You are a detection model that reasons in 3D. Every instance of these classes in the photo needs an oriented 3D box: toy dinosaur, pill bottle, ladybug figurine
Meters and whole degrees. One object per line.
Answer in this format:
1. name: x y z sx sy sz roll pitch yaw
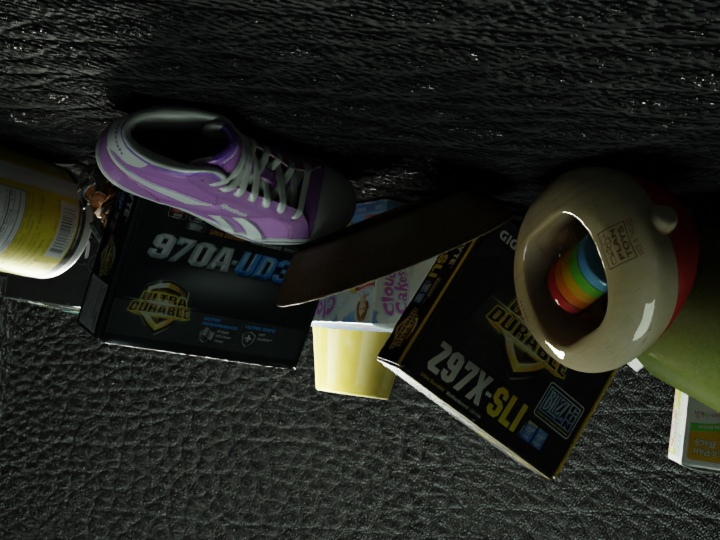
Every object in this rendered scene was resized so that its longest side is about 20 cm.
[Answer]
1. toy dinosaur: -0.174 -0.012 1.002 0.102 0.201 0.136 -17 -175 31
2. pill bottle: -0.344 -0.061 0.996 0.111 0.112 0.200 5 173 29
3. ladybug figurine: 0.172 -0.003 0.771 0.071 0.137 0.200 -14 169 -19

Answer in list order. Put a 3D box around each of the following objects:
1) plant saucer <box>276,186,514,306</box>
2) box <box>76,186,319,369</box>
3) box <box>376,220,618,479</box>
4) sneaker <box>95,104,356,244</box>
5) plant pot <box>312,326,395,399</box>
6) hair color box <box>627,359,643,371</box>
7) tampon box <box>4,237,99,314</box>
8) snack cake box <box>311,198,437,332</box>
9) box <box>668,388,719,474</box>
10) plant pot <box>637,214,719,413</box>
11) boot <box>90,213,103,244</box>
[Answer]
1. plant saucer: 0.021 -0.025 0.873 0.199 0.036 0.200 -21 -174 2
2. box: -0.115 -0.010 0.912 0.199 0.160 0.046 14 -172 -41
3. box: 0.132 0.065 0.975 0.200 0.160 0.049 38 171 -26
4. sneaker: -0.081 -0.065 0.787 0.199 0.073 0.114 11 171 -23
5. plant pot: -0.001 0.122 1.940 0.199 0.190 0.201 7 174 1
6. hair color box: 0.279 0.046 1.186 0.109 0.065 0.200 44 -179 13
7. tampon box: -0.339 -0.006 1.457 0.149 0.127 0.200 6 173 16
8. snack cake box: 0.000 0.000 1.086 0.067 0.116 0.200 11 173 -26
9. box: 0.369 0.098 1.095 0.101 0.202 0.112 7 174 10
10. plant pot: 0.296 0.038 0.791 0.199 0.202 0.184 12 -176 -35
11. boot: -0.188 -0.040 1.210 0.197 0.074 0.162 8 178 0
